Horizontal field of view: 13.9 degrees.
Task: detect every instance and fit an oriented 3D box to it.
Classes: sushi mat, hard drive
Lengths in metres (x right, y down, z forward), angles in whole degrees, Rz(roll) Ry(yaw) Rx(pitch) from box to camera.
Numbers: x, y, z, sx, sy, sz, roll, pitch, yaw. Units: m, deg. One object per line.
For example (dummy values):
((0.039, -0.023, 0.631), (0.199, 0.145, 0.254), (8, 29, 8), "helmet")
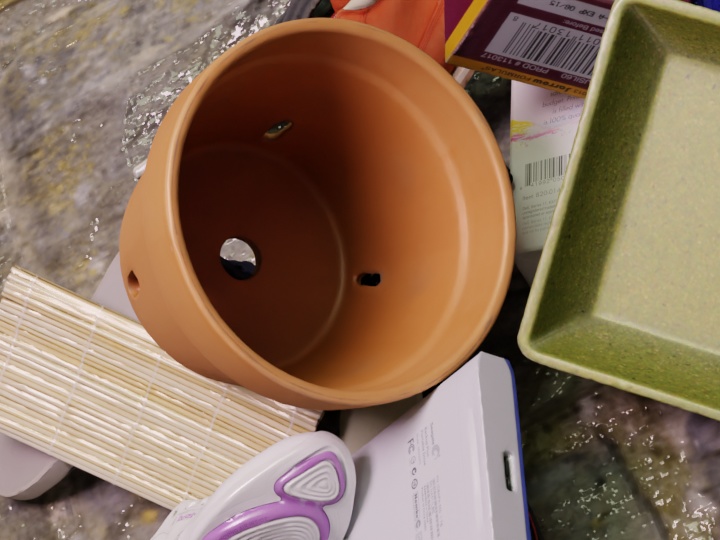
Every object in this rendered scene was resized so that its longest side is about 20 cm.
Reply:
((-0.123, 0.077, 1.634), (0.200, 0.012, 0.096), (23, 111, 13), "sushi mat")
((0.016, 0.146, 1.511), (0.200, 0.025, 0.132), (-41, 42, 43), "hard drive")

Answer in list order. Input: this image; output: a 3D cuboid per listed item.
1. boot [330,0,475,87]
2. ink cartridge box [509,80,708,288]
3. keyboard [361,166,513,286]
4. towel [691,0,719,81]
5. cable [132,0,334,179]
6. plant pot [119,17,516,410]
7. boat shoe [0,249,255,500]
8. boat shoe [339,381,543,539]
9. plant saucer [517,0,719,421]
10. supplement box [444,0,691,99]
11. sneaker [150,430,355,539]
((0.012, -0.123, 1.689), (0.200, 0.107, 0.075), (-56, 28, 26), "boot")
((0.147, -0.085, 1.646), (0.117, 0.067, 0.200), (-12, 53, 22), "ink cartridge box")
((0.000, 0.000, 1.651), (0.200, 0.040, 0.104), (-49, 19, 6), "keyboard")
((0.236, -0.158, 1.616), (0.148, 0.050, 0.200), (8, 56, -10), "towel")
((-0.048, -0.116, 1.746), (0.200, 0.097, 0.050), (-38, 73, 26), "cable")
((-0.038, -0.017, 1.550), (0.140, 0.200, 0.200), (-24, 38, 60), "plant pot")
((-0.130, 0.064, 1.701), (0.200, 0.093, 0.075), (-49, 47, 29), "boat shoe")
((0.041, 0.110, 1.575), (0.074, 0.063, 0.201), (-60, 33, 25), "boat shoe")
((0.203, -0.024, 1.515), (0.200, 0.048, 0.200), (18, 98, 14), "plant saucer")
((0.110, -0.201, 1.613), (0.086, 0.110, 0.200), (126, 152, -50), "supplement box")
((-0.075, 0.141, 1.566), (0.200, 0.075, 0.100), (-50, 31, 31), "sneaker")
